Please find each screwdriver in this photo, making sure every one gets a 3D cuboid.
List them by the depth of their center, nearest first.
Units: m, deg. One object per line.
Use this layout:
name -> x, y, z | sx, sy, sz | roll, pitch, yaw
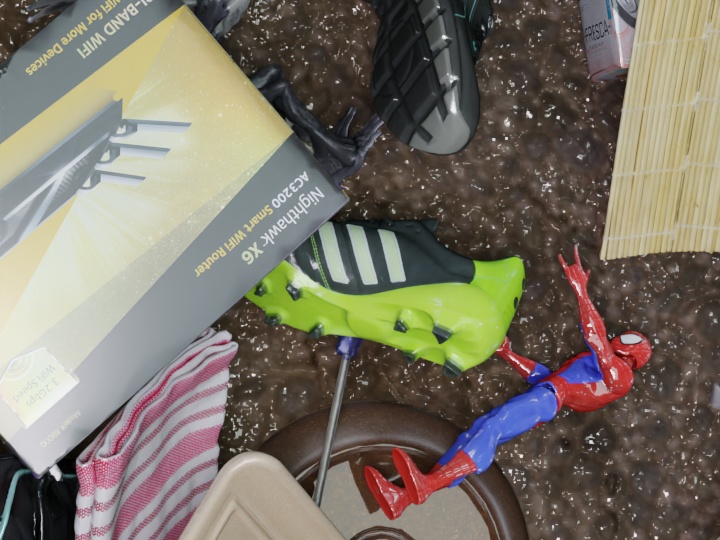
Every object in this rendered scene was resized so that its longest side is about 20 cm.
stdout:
screwdriver -> -0.014, 0.066, 1.189 | 0.028, 0.029, 0.201 | 26, 72, -40

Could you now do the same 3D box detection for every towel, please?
towel -> -0.109, 0.146, 1.085 | 0.030, 0.146, 0.201 | 14, 120, 16

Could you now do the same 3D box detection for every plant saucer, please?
plant saucer -> 0.009, 0.178, 1.199 | 0.199, 0.034, 0.202 | 0, 87, -10

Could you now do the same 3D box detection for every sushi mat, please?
sushi mat -> 0.199, -0.099, 1.211 | 0.095, 0.012, 0.201 | -1, 117, -13

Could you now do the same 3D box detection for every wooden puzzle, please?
wooden puzzle -> -0.075, 0.218, 1.088 | 0.200, 0.037, 0.185 | -55, 138, -19

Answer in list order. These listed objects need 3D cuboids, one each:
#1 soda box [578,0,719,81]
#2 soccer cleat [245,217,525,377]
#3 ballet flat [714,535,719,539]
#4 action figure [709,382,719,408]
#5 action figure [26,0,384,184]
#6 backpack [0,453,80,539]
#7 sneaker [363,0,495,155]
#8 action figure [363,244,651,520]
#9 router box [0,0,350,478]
soda box -> 0.237, -0.163, 1.245 | 0.199, 0.064, 0.069 | -9, 89, -12
soccer cleat -> 0.000, 0.000, 1.164 | 0.199, 0.068, 0.081 | 18, 52, 26
ballet flat -> 0.280, 0.210, 1.182 | 0.200, 0.057, 0.066 | 38, 106, -20
action figure -> 0.299, 0.165, 1.225 | 0.192, 0.105, 0.202 | 6, 85, -2
action figure -> -0.085, -0.124, 1.157 | 0.199, 0.119, 0.102 | 30, 92, -18
backpack -> -0.216, 0.198, 1.079 | 0.152, 0.176, 0.202 | 0, 84, 11
sneaker -> 0.046, -0.141, 1.162 | 0.079, 0.075, 0.201 | 17, 42, -30
action figure -> 0.085, 0.059, 1.194 | 0.199, 0.065, 0.099 | -22, 83, -29
router box -> -0.130, -0.026, 0.966 | 0.200, 0.052, 0.157 | -42, 95, -10
